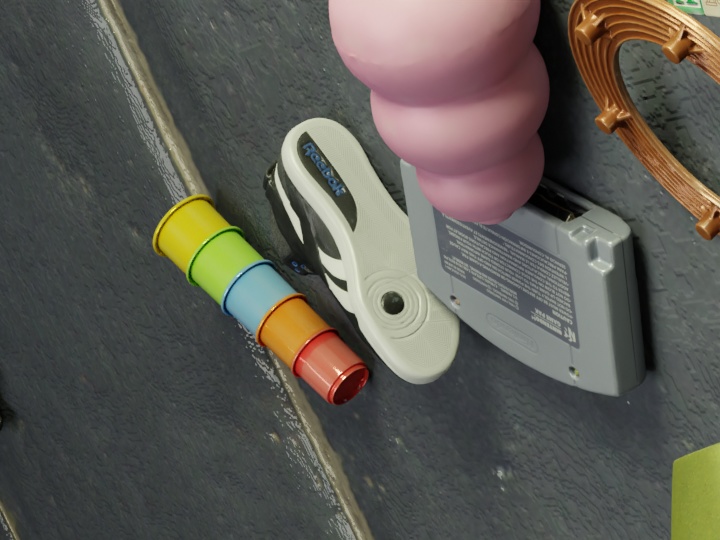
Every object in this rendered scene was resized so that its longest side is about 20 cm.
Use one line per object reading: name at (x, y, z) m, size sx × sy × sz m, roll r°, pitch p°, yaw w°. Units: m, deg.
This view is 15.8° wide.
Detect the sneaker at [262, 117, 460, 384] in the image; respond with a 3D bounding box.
sneaker at (0.000, 0.000, 1.792) m, size 0.200 × 0.073 × 0.112 m, roll 63°, pitch 157°, yaw 14°

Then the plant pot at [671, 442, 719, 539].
plant pot at (0.251, 0.187, 1.445) m, size 0.187 × 0.187 × 0.200 m, roll -36°, pitch 69°, yaw 63°

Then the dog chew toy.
dog chew toy at (0.056, -0.115, 1.527) m, size 0.124 × 0.124 × 0.200 m, roll 26°, pitch 144°, yaw 48°

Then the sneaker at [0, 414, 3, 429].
sneaker at (-0.411, 0.093, 2.577) m, size 0.087 × 0.074 × 0.200 m, roll 13°, pitch 132°, yaw 56°

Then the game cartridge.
game cartridge at (0.103, -0.002, 1.640) m, size 0.200 × 0.041 × 0.133 m, roll 32°, pitch 138°, yaw 44°

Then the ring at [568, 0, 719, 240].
ring at (0.181, -0.071, 1.394) m, size 0.200 × 0.019 × 0.200 m, roll 43°, pitch 166°, yaw 14°

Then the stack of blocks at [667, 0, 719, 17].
stack of blocks at (0.228, -0.155, 1.253) m, size 0.200 × 0.059 × 0.115 m, roll 15°, pitch 129°, yaw 54°

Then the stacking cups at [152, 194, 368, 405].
stacking cups at (-0.076, 0.028, 1.947) m, size 0.200 × 0.060 × 0.061 m, roll 46°, pitch 150°, yaw 27°
